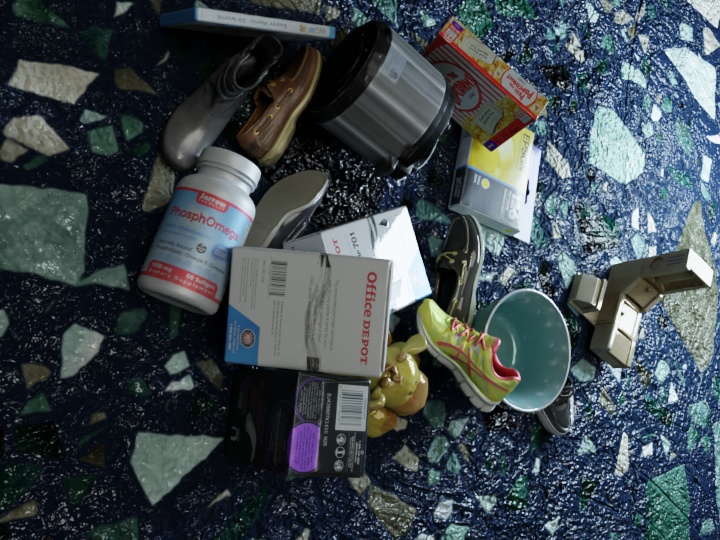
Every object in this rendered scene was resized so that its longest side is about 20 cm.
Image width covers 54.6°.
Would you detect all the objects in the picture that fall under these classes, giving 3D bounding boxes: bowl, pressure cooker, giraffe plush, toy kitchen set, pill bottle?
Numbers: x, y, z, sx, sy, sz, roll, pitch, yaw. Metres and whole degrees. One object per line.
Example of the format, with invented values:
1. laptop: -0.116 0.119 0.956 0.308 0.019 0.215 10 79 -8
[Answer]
1. bowl: 0.248 0.135 1.179 0.200 0.105 0.202 5 81 -32
2. pressure cooker: 0.042 -0.244 1.044 0.200 0.179 0.176 32 110 -29
3. giraffe plush: 0.032 0.152 1.002 0.199 0.162 0.173 19 74 -30
4. toy kitchen set: 0.521 0.053 1.318 0.163 0.180 0.201 36 62 -23
5. pill bottle: -0.201 -0.052 0.901 0.108 0.109 0.201 26 76 -28

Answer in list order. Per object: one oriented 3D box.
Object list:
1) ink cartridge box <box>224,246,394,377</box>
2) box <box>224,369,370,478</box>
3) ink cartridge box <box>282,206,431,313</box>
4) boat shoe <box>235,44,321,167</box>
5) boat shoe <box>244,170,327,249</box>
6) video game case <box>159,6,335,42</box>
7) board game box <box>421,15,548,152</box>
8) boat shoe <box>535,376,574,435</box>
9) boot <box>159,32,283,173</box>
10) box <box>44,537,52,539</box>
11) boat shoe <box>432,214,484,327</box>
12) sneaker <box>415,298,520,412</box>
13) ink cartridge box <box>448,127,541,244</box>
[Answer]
1. ink cartridge box: -0.061 0.049 0.885 0.199 0.084 0.145 5 92 6
2. box: -0.085 0.193 0.899 0.106 0.200 0.123 12 78 -31
3. ink cartridge box: 0.000 0.000 1.023 0.200 0.086 0.147 -22 97 -49
4. boat shoe: -0.116 -0.249 1.010 0.067 0.072 0.201 32 71 -28
5. boat shoe: -0.114 -0.069 1.009 0.200 0.072 0.063 -51 149 -31
6. video game case: -0.155 -0.333 0.954 0.199 0.143 0.018 -5 105 -33
7. board game box: 0.183 -0.296 1.133 0.200 0.151 0.046 39 71 -6
8. boat shoe: 0.352 0.203 1.260 0.070 0.066 0.201 -14 92 -33
9. boot: -0.187 -0.227 0.925 0.070 0.131 0.201 35 67 -26
10. box: -0.324 0.420 0.816 0.200 0.041 0.119 47 62 -22
11. boat shoe: 0.157 0.002 1.155 0.060 0.072 0.202 10 81 -35
12. sneaker: 0.163 0.112 1.048 0.200 0.090 0.078 49 28 -6
13. ink cartridge box: 0.258 -0.173 1.259 0.199 0.047 0.199 19 73 -27
